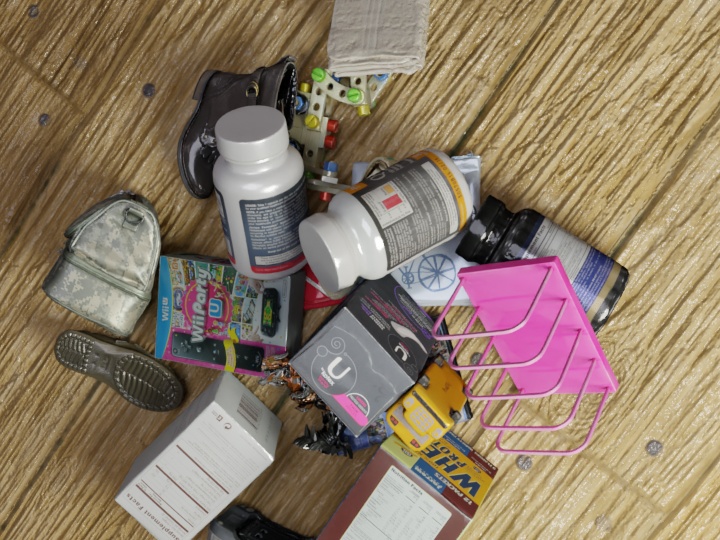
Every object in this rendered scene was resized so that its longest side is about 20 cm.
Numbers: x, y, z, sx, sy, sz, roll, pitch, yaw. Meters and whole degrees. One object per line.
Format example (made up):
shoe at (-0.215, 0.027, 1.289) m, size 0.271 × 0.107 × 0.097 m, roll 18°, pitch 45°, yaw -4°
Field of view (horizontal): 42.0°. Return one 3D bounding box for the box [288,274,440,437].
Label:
box at (0.010, 0.092, 1.154) m, size 0.122 × 0.200 × 0.106 m, roll 46°, pitch 109°, yaw -1°

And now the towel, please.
towel at (0.028, -0.336, 1.235) m, size 0.130 × 0.035 × 0.203 m, roll 1°, pitch 60°, yaw 14°

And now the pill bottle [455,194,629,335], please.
pill bottle at (0.222, -0.005, 1.164) m, size 0.198 × 0.112 × 0.113 m, roll 32°, pitch 98°, yaw 7°

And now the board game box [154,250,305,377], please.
board game box at (-0.181, 0.062, 1.303) m, size 0.196 × 0.064 × 0.150 m, roll 8°, pitch 101°, yaw 17°

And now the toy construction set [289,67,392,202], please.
toy construction set at (-0.039, -0.190, 1.268) m, size 0.129 × 0.092 × 0.204 m, roll 13°, pitch 82°, yaw 16°

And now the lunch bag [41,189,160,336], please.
lunch bag at (-0.339, -0.024, 1.289) m, size 0.138 × 0.200 × 0.169 m, roll 30°, pitch 89°, yaw -15°

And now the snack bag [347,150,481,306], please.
snack bag at (0.070, -0.053, 1.252) m, size 0.185 × 0.021 × 0.204 m, roll -2°, pitch 84°, yaw 15°

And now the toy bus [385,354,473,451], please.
toy bus at (0.084, 0.159, 1.142) m, size 0.078 × 0.200 × 0.065 m, roll -44°, pitch 86°, yaw 15°

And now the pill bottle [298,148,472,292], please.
pill bottle at (0.031, -0.060, 1.147) m, size 0.198 × 0.116 × 0.118 m, roll -28°, pitch 81°, yaw -21°

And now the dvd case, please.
dvd case at (0.040, 0.156, 1.273) m, size 0.197 × 0.018 × 0.145 m, roll -18°, pitch 84°, yaw 16°

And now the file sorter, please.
file sorter at (0.191, 0.107, 1.108) m, size 0.137 × 0.126 × 0.202 m, roll -8°, pitch 123°, yaw 41°

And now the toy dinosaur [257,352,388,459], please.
toy dinosaur at (-0.038, 0.170, 1.233) m, size 0.196 × 0.102 × 0.138 m, roll 11°, pitch 80°, yaw 15°

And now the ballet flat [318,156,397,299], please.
ballet flat at (-0.009, -0.060, 1.230) m, size 0.067 × 0.062 × 0.203 m, roll 24°, pitch 91°, yaw 16°

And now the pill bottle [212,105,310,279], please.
pill bottle at (-0.127, -0.101, 1.209) m, size 0.117 × 0.120 × 0.202 m, roll 8°, pitch 131°, yaw 15°

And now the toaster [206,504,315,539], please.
toaster at (-0.128, 0.418, 1.271) m, size 0.197 × 0.114 × 0.131 m, roll 21°, pitch 99°, yaw 13°

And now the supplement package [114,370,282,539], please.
supplement package at (-0.217, 0.258, 1.279) m, size 0.200 × 0.117 × 0.117 m, roll -43°, pitch 101°, yaw 12°

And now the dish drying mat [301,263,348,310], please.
dish drying mat at (0.000, 0.000, 1.286) m, size 0.197 × 0.018 × 0.078 m, roll -12°, pitch 85°, yaw 15°

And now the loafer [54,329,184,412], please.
loafer at (-0.342, 0.136, 1.359) m, size 0.198 × 0.067 × 0.077 m, roll 29°, pitch 100°, yaw -2°

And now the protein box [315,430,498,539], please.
protein box at (0.049, 0.308, 1.166) m, size 0.134 × 0.198 × 0.201 m, roll 37°, pitch 104°, yaw 11°

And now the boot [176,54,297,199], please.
boot at (-0.163, -0.193, 1.278) m, size 0.172 × 0.069 × 0.204 m, roll 9°, pitch 90°, yaw 39°
